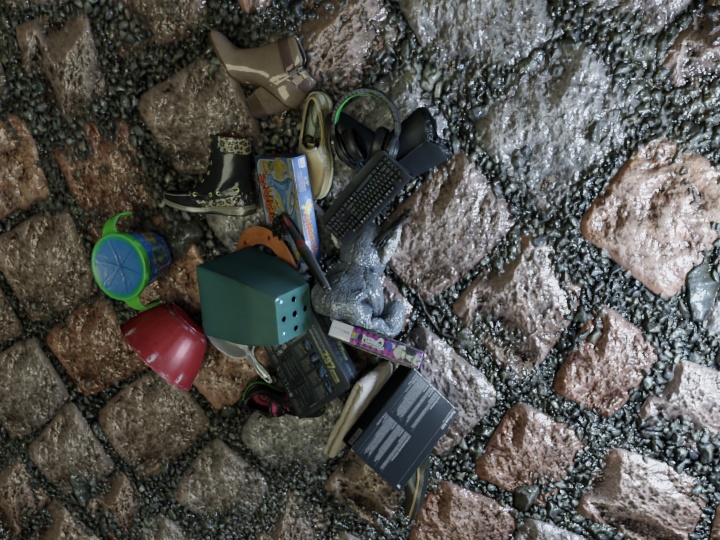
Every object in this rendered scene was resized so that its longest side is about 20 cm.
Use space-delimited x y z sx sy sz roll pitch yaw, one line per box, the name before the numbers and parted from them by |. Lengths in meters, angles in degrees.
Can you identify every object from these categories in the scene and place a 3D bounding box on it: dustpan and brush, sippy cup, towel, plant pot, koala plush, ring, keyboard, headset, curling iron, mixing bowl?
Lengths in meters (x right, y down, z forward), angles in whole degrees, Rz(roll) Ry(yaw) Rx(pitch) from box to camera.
dustpan and brush | -0.250 0.155 1.519 0.139 0.057 0.201 -39 98 27
sippy cup | -0.467 -0.021 1.478 0.136 0.130 0.182 21 109 12
towel | -0.003 0.288 1.460 0.034 0.132 0.204 32 116 18
plant pot | -0.192 0.058 1.346 0.196 0.140 0.146 15 117 40
koala plush | 0.000 0.000 1.349 0.174 0.183 0.206 15 86 32
ring | -0.185 0.009 1.434 0.197 0.019 0.206 19 119 39
keyboard | 0.025 -0.107 1.240 0.126 0.021 0.200 37 129 -11
headset | 0.013 -0.216 1.239 0.120 0.094 0.206 1 108 12
curling iron | -0.109 -0.033 1.315 0.201 0.025 0.050 49 131 29
mixing bowl | -0.400 0.146 1.508 0.200 0.200 0.109 45 87 -3

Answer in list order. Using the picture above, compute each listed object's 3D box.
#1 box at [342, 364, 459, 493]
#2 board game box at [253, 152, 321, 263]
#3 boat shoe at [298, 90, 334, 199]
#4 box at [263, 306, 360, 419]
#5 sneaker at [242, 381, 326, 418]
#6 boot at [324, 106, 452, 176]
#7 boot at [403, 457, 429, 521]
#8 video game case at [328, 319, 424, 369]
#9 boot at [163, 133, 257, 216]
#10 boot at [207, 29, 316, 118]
box | 0.080 0.310 1.412 0.141 0.079 0.201 42 80 -12
board game box | -0.141 -0.122 1.372 0.134 0.034 0.206 12 116 49
boat shoe | -0.091 -0.230 1.333 0.069 0.076 0.206 4 110 13
box | -0.107 0.177 1.456 0.157 0.051 0.203 -37 77 30
sneaker | -0.166 0.293 1.534 0.194 0.084 0.079 1 110 15
boot | 0.052 -0.246 1.285 0.167 0.077 0.201 -35 103 26
boot | 0.079 0.421 1.524 0.134 0.077 0.207 10 98 16
video game case | 0.037 0.143 1.367 0.177 0.200 0.037 19 86 9
boot | -0.299 -0.194 1.411 0.197 0.073 0.159 7 106 13
boot | -0.176 -0.389 1.313 0.144 0.070 0.203 -29 101 16
